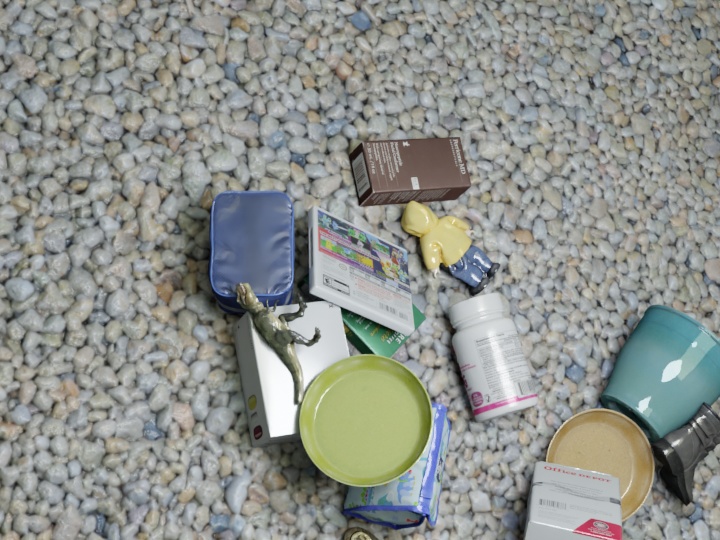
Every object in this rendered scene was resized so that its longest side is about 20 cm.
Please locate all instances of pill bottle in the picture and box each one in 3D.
[{"bbox_3d":[0.222,0.148,1.746,0.113,0.113,0.201,-11,77,-24],"label":"pill bottle"}]

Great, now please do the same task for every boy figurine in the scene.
[{"bbox_3d":[0.149,-0.041,1.807,0.200,0.064,0.125,39,63,-5],"label":"boy figurine"}]

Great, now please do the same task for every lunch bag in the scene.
[{"bbox_3d":[0.070,0.303,1.585,0.127,0.200,0.171,18,66,-15],"label":"lunch bag"},{"bbox_3d":[-0.173,-0.033,1.638,0.135,0.132,0.202,2,72,-5],"label":"lunch bag"}]

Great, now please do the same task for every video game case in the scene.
[{"bbox_3d":[0.000,0.000,1.681,0.199,0.023,0.183,25,41,-27],"label":"video game case"}]

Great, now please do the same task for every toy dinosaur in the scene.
[{"bbox_3d":[-0.109,0.092,1.539,0.088,0.047,0.201,-31,89,4],"label":"toy dinosaur"}]

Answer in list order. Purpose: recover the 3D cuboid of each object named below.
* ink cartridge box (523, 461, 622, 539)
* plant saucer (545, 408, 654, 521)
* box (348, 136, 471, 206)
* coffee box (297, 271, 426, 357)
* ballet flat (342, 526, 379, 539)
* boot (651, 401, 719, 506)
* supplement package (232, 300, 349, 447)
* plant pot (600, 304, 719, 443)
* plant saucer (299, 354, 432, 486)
[{"bbox_3d":[0.340,0.400,1.643,0.144,0.200,0.084,10,109,10],"label":"ink cartridge box"},{"bbox_3d":[0.412,0.342,1.782,0.199,0.035,0.202,1,84,-10],"label":"plant saucer"},{"bbox_3d":[0.089,-0.176,1.823,0.199,0.075,0.101,-6,75,-25],"label":"box"},{"bbox_3d":[0.002,0.053,1.727,0.200,0.044,0.123,45,61,-3],"label":"coffee box"},{"bbox_3d":[0.042,0.487,1.599,0.067,0.046,0.201,-32,87,-28],"label":"ballet flat"},{"bbox_3d":[0.591,0.325,1.789,0.131,0.200,0.070,-35,48,-6],"label":"boot"},{"bbox_3d":[-0.102,0.162,1.612,0.155,0.111,0.201,-5,75,-24],"label":"supplement package"},{"bbox_3d":[0.535,0.197,1.821,0.200,0.200,0.188,45,77,-3],"label":"plant pot"},{"bbox_3d":[0.009,0.225,1.522,0.198,0.031,0.201,-2,67,5],"label":"plant saucer"}]
